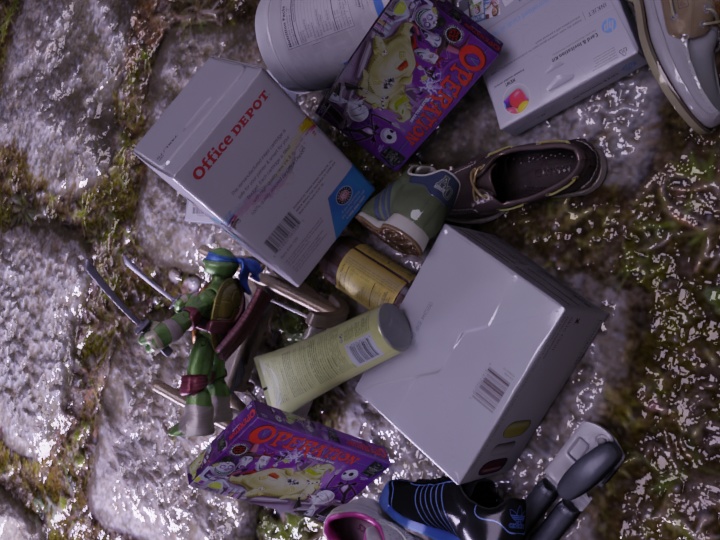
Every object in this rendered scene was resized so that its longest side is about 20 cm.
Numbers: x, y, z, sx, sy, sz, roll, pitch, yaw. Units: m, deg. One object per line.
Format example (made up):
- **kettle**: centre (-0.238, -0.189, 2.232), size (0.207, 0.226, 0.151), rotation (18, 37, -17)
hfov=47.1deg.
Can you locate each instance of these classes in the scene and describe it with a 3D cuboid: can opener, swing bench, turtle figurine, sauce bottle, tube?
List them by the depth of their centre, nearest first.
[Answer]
- **can opener**: centre (0.184, 0.231, 0.811), size (0.053, 0.066, 0.201), rotation (43, 116, 30)
- **tube**: centre (-0.036, 0.092, 0.858), size (0.199, 0.052, 0.058), rotation (-30, 32, 34)
- **turtle figurine**: centre (-0.202, 0.074, 0.902), size (0.144, 0.198, 0.196), rotation (-175, 83, -65)
- **sauce bottle**: centre (0.000, 0.000, 0.961), size (0.199, 0.064, 0.065), rotation (35, 107, 35)
- **swing bench**: centre (-0.121, 0.102, 1.006), size (0.199, 0.129, 0.201), rotation (29, 103, 28)

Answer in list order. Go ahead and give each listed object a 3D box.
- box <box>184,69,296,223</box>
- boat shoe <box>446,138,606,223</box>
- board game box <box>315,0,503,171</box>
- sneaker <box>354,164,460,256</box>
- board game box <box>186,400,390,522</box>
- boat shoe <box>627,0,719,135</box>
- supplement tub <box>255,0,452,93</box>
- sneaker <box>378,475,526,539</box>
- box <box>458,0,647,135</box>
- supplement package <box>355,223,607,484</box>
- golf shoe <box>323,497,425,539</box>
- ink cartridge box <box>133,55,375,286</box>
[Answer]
- **box**: centre (-0.161, -0.161, 1.105), size (0.155, 0.041, 0.203), rotation (5, 90, 36)
- **boat shoe**: centre (0.150, -0.094, 0.858), size (0.198, 0.059, 0.073), rotation (-8, 82, 36)
- **board game box**: centre (0.046, -0.203, 0.882), size (0.200, 0.119, 0.032), rotation (-47, 17, 46)
- **sneaker**: centre (0.055, -0.069, 0.885), size (0.067, 0.200, 0.090), rotation (38, 88, -12)
- **board game box**: centre (-0.075, 0.215, 0.907), size (0.120, 0.199, 0.032), rotation (-48, 40, 17)
- **boat shoe**: centre (0.295, -0.224, 0.752), size (0.068, 0.074, 0.202), rotation (-28, 70, 37)
- **supplement tub**: centre (-0.007, -0.289, 0.945), size (0.198, 0.131, 0.134), rotation (-9, 81, 36)
- **sneaker**: centre (0.095, 0.241, 0.854), size (0.199, 0.070, 0.079), rotation (13, 88, 54)
- **box**: centre (0.185, -0.266, 0.847), size (0.155, 0.041, 0.202), rotation (-27, 70, 33)
- **supplement package**: centre (0.119, 0.083, 0.836), size (0.155, 0.110, 0.201), rotation (38, 109, 33)
- **golf shoe**: centre (0.043, 0.306, 0.858), size (0.199, 0.091, 0.076), rotation (22, 86, 30)
- **ink cartridge box**: centre (-0.119, -0.113, 0.928), size (0.147, 0.200, 0.146), rotation (-51, 36, -6)
